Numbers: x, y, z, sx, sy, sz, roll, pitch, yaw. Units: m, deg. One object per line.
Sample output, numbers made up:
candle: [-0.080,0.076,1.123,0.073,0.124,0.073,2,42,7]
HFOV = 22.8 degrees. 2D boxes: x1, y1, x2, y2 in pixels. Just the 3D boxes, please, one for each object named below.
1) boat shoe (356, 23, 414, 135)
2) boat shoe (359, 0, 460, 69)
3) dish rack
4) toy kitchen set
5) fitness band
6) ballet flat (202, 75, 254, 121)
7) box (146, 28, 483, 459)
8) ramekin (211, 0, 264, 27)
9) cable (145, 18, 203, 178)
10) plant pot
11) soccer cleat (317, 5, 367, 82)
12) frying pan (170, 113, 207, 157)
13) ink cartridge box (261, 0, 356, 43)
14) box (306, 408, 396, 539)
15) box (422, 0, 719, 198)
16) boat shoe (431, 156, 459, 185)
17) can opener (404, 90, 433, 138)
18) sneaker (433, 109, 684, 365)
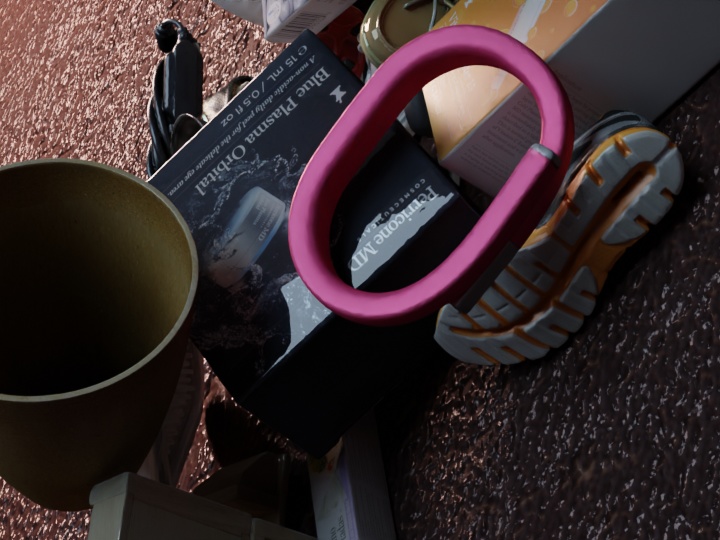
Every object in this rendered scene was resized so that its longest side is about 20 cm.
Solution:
boat shoe: [0.032,-0.181,1.374,0.072,0.068,0.201,18,81,59]
boat shoe: [0.080,-0.216,1.263,0.200,0.073,0.063,-44,-1,-15]
dish rack: [-0.155,0.072,1.337,0.200,0.043,0.173,-75,-16,-66]
toy kitchen set: [-0.137,0.183,1.219,0.200,0.180,0.164,-26,50,44]
fitness band: [0.041,-0.057,1.087,0.143,0.037,0.200,37,90,30]
ballet flat: [-0.088,-0.106,1.497,0.074,0.074,0.200,-50,35,18]
box: [-0.032,-0.019,1.206,0.197,0.117,0.200,-43,53,4]
ramekin: [-0.077,-0.283,1.507,0.094,0.201,0.203,-58,29,29]
cable: [-0.164,-0.111,1.560,0.163,0.050,0.201,127,141,-77]
plant pot: [-0.191,0.063,1.148,0.201,0.185,0.187,91,179,-51]
soccer cleat: [-0.031,-0.113,1.427,0.085,0.068,0.201,-6,-72,-85]
frying pan: [-0.115,-0.033,1.430,0.115,0.031,0.191,2,106,65]
ink cartridge box: [-0.026,-0.292,1.312,0.198,0.043,0.201,153,115,-63]
box: [-0.007,0.151,1.199,0.039,0.041,0.201,-43,37,28]
box: [0.140,-0.150,1.164,0.200,0.097,0.125,-43,36,27]
boat shoe: [0.000,0.000,1.287,0.201,0.060,0.076,-61,31,1]
can opener: [0.064,-0.194,1.310,0.052,0.066,0.201,-20,65,43]
sneaker: [0.122,-0.019,1.122,0.200,0.078,0.077,-45,22,19]
